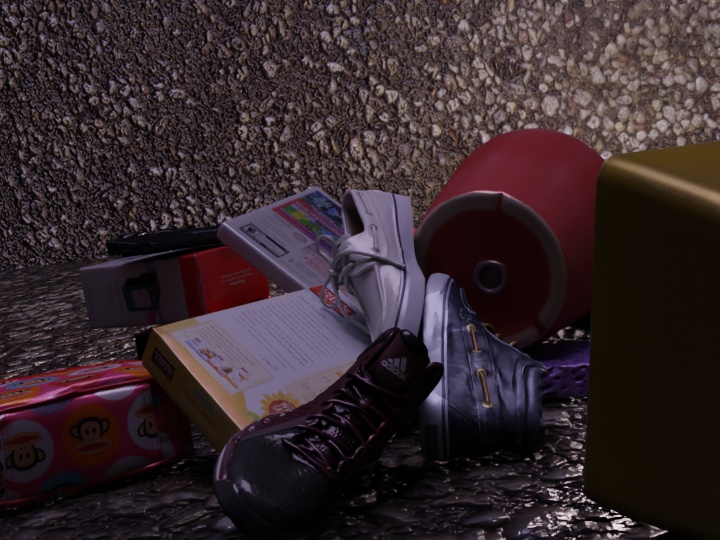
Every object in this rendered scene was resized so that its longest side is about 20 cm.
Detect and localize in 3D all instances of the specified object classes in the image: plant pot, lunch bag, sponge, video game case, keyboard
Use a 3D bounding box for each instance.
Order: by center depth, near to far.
[{"bbox_3d":[0.252,0.043,0.512,0.198,0.202,0.176,-10,19,-27],"label":"plant pot"},{"bbox_3d":[-0.244,0.124,0.791,0.198,0.083,0.176,-9,3,-29],"label":"lunch bag"},{"bbox_3d":[0.126,0.090,0.872,0.198,0.030,0.111,-6,6,16],"label":"sponge"},{"bbox_3d":[0.139,-0.018,0.909,0.198,0.203,0.177,-4,13,24],"label":"plant pot"},{"bbox_3d":[-0.021,-0.006,1.020,0.199,0.023,0.182,37,30,15],"label":"video game case"},{"bbox_3d":[-0.176,-0.034,1.042,0.126,0.021,0.199,5,11,43],"label":"keyboard"}]

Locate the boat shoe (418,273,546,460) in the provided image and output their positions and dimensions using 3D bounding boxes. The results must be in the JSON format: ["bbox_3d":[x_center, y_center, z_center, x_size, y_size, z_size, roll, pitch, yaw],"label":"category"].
[{"bbox_3d":[0.092,0.071,0.761,0.090,0.072,0.201,0,33,5],"label":"boat shoe"}]

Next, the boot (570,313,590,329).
[{"bbox_3d":[0.191,-0.001,1.033,0.197,0.132,0.070,-5,47,-5],"label":"boot"}]

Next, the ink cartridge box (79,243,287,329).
[{"bbox_3d":[-0.175,0.012,1.027,0.198,0.068,0.116,-6,7,30],"label":"ink cartridge box"}]

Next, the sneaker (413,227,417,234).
[{"bbox_3d":[0.046,-0.003,1.141,0.078,0.091,0.199,-1,10,38],"label":"sneaker"}]

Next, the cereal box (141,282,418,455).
[{"bbox_3d":[-0.049,0.081,0.775,0.199,0.040,0.144,-13,46,-47],"label":"cereal box"}]

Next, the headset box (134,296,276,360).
[{"bbox_3d":[-0.114,0.076,1.036,0.147,0.076,0.200,-5,7,26],"label":"headset box"}]

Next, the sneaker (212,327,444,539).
[{"bbox_3d":[-0.010,0.086,0.620,0.116,0.076,0.200,-51,-9,22],"label":"sneaker"}]

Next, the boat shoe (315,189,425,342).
[{"bbox_3d":[0.001,-0.004,0.824,0.085,0.075,0.203,13,41,-13],"label":"boat shoe"}]

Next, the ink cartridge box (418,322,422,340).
[{"bbox_3d":[0.113,0.055,1.138,0.198,0.042,0.119,-10,7,-13],"label":"ink cartridge box"}]
